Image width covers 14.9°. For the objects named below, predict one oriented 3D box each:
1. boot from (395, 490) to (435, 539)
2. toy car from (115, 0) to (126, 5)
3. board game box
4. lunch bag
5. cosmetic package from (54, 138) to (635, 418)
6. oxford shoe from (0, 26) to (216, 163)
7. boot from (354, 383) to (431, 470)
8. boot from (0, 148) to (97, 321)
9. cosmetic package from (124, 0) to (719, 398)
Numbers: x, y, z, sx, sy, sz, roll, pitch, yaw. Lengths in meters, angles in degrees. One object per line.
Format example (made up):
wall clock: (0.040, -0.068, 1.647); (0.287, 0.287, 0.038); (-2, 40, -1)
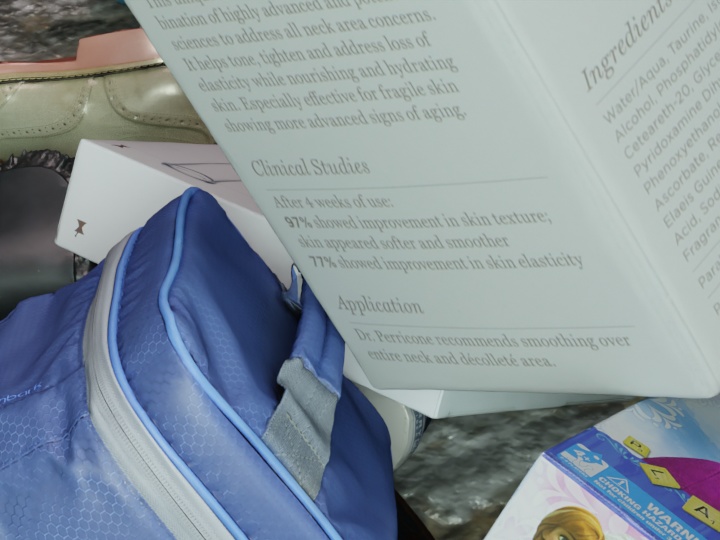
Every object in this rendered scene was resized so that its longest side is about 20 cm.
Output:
boot: (-0.048, 0.104, 1.074); (0.200, 0.097, 0.075); (43, 21, 15)
toy car: (-0.078, -0.162, 1.379); (0.184, 0.177, 0.201); (-25, 55, 25)
board game box: (0.160, 0.108, 0.834); (0.200, 0.041, 0.199); (38, 23, 16)
lunch bag: (-0.058, 0.061, 0.941); (0.132, 0.136, 0.200); (-33, 16, 10)
cosmetic package: (0.000, 0.000, 1.113); (0.200, 0.052, 0.151); (23, 16, 33)
oxford shoe: (-0.156, -0.066, 1.319); (0.199, 0.074, 0.071); (-12, 1, 23)
boot: (-0.062, 0.054, 1.152); (0.199, 0.073, 0.090); (4, 13, 15)
boot: (-0.198, 0.007, 1.205); (0.168, 0.077, 0.200); (-2, 28, 8)
cosmetic package: (0.054, -0.087, 0.874); (0.167, 0.200, 0.166); (0, 39, 51)
